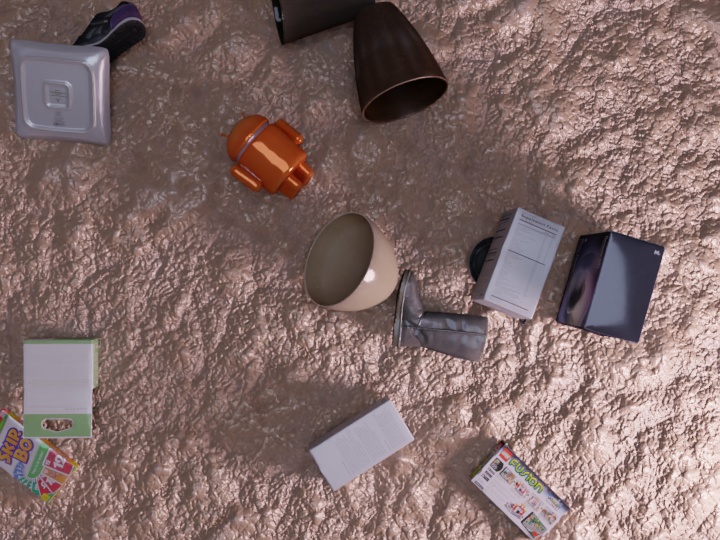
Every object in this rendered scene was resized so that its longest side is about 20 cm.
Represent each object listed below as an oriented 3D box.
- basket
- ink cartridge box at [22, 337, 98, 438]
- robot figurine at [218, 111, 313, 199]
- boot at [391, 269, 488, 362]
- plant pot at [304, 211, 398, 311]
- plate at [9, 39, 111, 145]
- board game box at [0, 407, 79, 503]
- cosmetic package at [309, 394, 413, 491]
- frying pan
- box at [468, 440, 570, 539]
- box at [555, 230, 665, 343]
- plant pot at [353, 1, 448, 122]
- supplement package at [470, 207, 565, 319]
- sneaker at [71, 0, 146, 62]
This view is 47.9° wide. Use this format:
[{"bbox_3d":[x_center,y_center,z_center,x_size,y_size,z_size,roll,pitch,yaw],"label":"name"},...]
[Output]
[{"bbox_3d":[-0.078,-0.569,1.661,0.198,0.136,0.181,-13,127,-9],"label":"basket"},{"bbox_3d":[-0.619,0.241,1.675,0.144,0.048,0.202,0,90,-3],"label":"ink cartridge box"},{"bbox_3d":[-0.191,-0.239,1.666,0.200,0.117,0.144,40,103,-3],"label":"robot figurine"},{"bbox_3d":[0.171,0.096,1.707,0.198,0.073,0.184,7,103,3],"label":"boot"},{"bbox_3d":[0.000,0.000,1.655,0.134,0.200,0.202,27,88,-39],"label":"plant pot"},{"bbox_3d":[-0.611,-0.357,1.648,0.198,0.032,0.202,4,112,-3],"label":"plate"},{"bbox_3d":[-0.694,0.382,1.683,0.200,0.030,0.096,39,88,0],"label":"board game box"},{"bbox_3d":[0.001,0.359,1.697,0.199,0.071,0.102,-31,92,-3],"label":"cosmetic package"},{"bbox_3d":[0.314,0.010,1.734,0.190,0.031,0.115,41,87,-5],"label":"frying pan"},{"bbox_3d":[0.339,0.475,1.734,0.200,0.035,0.110,45,88,-2],"label":"box"},{"bbox_3d":[0.506,0.032,1.662,0.122,0.198,0.202,16,89,-3],"label":"box"},{"bbox_3d":[0.059,-0.437,1.659,0.185,0.187,0.202,-18,80,-3],"label":"plant pot"},{"bbox_3d":[0.322,-0.013,1.669,0.113,0.110,0.201,23,85,-5],"label":"supplement package"},{"bbox_3d":[-0.539,-0.482,1.680,0.199,0.076,0.088,-28,62,5],"label":"sneaker"}]
